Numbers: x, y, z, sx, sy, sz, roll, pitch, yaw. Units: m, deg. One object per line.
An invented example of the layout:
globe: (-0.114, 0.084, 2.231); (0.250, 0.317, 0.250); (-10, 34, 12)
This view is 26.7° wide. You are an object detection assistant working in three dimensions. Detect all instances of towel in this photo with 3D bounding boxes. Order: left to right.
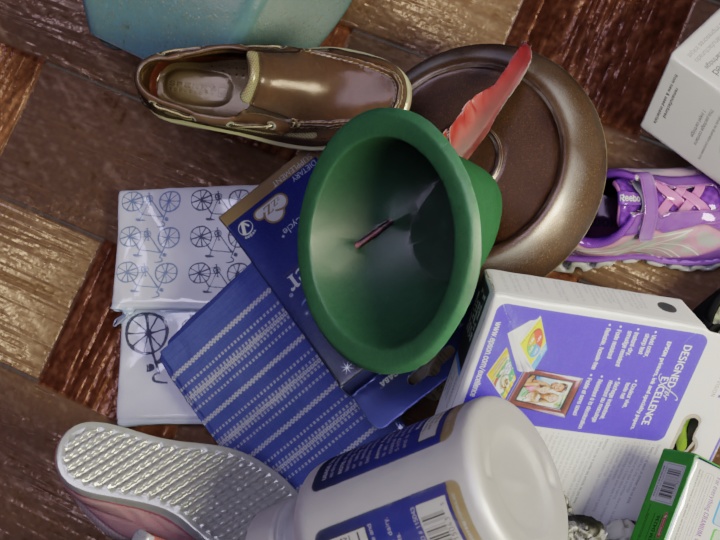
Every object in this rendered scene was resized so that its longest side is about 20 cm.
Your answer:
towel: (-0.054, 0.098, 1.148); (0.145, 0.024, 0.201); (-42, 79, 27)

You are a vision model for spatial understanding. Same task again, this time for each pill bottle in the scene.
pill bottle: (0.025, 0.171, 1.006); (0.199, 0.119, 0.121); (-25, 71, 29)

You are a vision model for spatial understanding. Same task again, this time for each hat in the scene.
hat: (0.076, -0.035, 1.051); (0.165, 0.175, 0.201); (41, 120, 34)

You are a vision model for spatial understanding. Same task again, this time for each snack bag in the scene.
snack bag: (-0.111, 0.029, 1.215); (0.186, 0.021, 0.202); (0, 77, 11)

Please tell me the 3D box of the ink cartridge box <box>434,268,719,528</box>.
ink cartridge box: (0.153, 0.102, 1.058); (0.198, 0.044, 0.200); (11, 122, -11)

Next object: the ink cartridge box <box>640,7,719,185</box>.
ink cartridge box: (0.329, -0.109, 1.097); (0.200, 0.084, 0.144); (39, 59, 16)

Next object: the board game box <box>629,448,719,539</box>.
board game box: (0.265, 0.229, 1.024); (0.199, 0.040, 0.154); (26, 81, -20)

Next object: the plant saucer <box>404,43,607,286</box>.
plant saucer: (0.081, -0.078, 1.119); (0.198, 0.032, 0.203); (-5, 73, 19)

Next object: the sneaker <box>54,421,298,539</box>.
sneaker: (-0.134, 0.175, 1.157); (0.198, 0.105, 0.076); (19, 66, -1)

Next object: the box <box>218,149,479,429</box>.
box: (0.000, 0.000, 1.087); (0.121, 0.032, 0.201); (-38, 68, 0)

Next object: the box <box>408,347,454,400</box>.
box: (0.053, -0.010, 1.164); (0.081, 0.068, 0.202); (19, 81, 18)

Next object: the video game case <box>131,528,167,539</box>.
video game case: (-0.116, 0.279, 1.075); (0.017, 0.199, 0.144); (19, 79, 47)

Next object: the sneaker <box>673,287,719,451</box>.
sneaker: (0.242, 0.064, 1.098); (0.072, 0.083, 0.200); (40, 91, 18)

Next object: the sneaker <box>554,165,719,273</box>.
sneaker: (0.219, -0.045, 1.130); (0.198, 0.089, 0.081); (-6, 74, 9)

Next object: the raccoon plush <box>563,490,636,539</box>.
raccoon plush: (0.130, 0.248, 1.047); (0.134, 0.097, 0.200); (44, 80, -23)

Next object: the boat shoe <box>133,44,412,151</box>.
boat shoe: (-0.066, -0.126, 1.081); (0.200, 0.075, 0.076); (1, 86, 11)

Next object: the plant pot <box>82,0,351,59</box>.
plant pot: (-0.111, -0.251, 1.200); (0.195, 0.196, 0.202); (26, 102, 16)
